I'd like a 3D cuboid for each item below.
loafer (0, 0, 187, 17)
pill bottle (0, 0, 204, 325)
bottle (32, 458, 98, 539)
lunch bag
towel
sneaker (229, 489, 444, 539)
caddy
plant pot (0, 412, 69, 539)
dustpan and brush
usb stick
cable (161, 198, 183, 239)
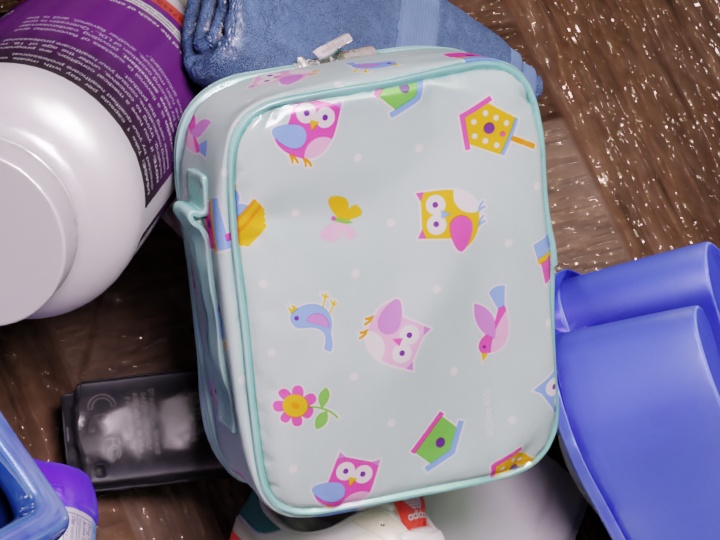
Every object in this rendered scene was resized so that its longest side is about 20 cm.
[{"bbox_3d":[-0.149,-0.105,1.266,0.200,0.063,0.072,-14,101,-40],"label":"loafer"},{"bbox_3d":[-0.134,-0.051,1.113,0.112,0.112,0.200,36,25,-4],"label":"pill bottle"},{"bbox_3d":[-0.150,0.183,1.099,0.065,0.084,0.200,11,59,-20],"label":"bottle"},{"bbox_3d":[0.000,0.000,1.117,0.160,0.077,0.200,-10,107,-17],"label":"lunch bag"},{"bbox_3d":[0.002,-0.089,1.192,0.200,0.049,0.112,31,53,-36],"label":"towel"},{"bbox_3d":[0.024,0.141,1.144,0.070,0.200,0.093,20,81,-62],"label":"sneaker"},{"bbox_3d":[0.150,0.085,1.252,0.200,0.105,0.141,61,24,-20],"label":"caddy"},{"bbox_3d":[-0.270,0.095,1.007,0.200,0.180,0.200,53,30,7],"label":"plant pot"},{"bbox_3d":[0.003,0.101,1.242,0.200,0.057,0.140,38,43,-10],"label":"dustpan and brush"},{"bbox_3d":[-0.038,0.068,1.203,0.200,0.033,0.056,-6,74,-3],"label":"usb stick"},{"bbox_3d":[-0.003,-0.054,1.281,0.200,0.069,0.200,50,53,-11],"label":"cable"}]
